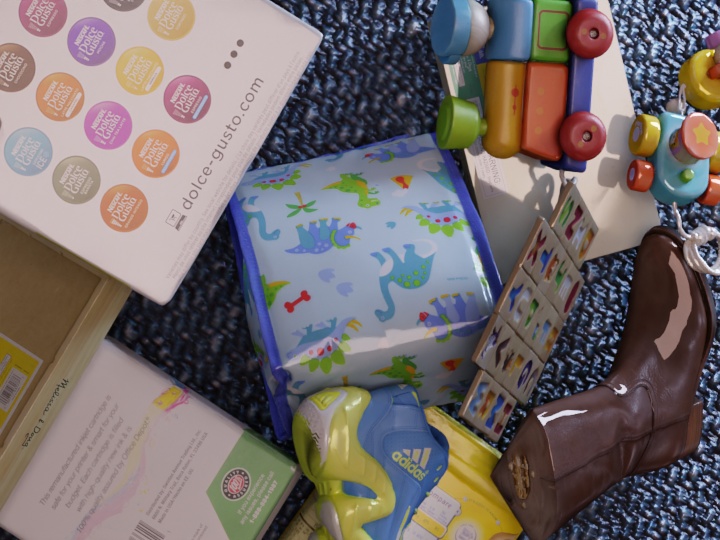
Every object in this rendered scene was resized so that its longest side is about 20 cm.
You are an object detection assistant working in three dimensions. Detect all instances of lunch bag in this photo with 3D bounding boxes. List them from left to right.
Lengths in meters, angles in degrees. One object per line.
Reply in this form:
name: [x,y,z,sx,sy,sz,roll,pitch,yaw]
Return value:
lunch bag: [0.000,0.000,1.367,0.169,0.128,0.201,-12,58,-8]

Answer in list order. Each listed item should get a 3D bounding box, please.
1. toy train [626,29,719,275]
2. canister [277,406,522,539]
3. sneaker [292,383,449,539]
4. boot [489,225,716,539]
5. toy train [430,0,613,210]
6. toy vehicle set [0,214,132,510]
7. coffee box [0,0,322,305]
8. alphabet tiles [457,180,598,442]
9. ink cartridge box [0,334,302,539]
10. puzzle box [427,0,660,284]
toy train: [0.285,-0.097,1.420,0.150,0.056,0.200,47,65,0]
canister: [0.022,0.198,1.414,0.148,0.087,0.200,36,90,-10]
sneaker: [0.018,0.162,1.318,0.105,0.076,0.201,-17,123,-18]
boot: [0.167,0.079,1.383,0.199,0.064,0.188,-18,107,-41]
toy train: [0.104,-0.094,1.372,0.115,0.085,0.201,3,94,-16]
toy vehicle set: [-0.249,0.069,1.319,0.201,0.124,0.026,-59,143,-3]
coffee box: [-0.168,-0.116,1.300,0.197,0.200,0.200,31,89,-9]
alphabet tiles: [0.114,0.031,1.310,0.006,0.200,0.167,24,85,17]
ink cartridge box: [-0.159,0.141,1.357,0.199,0.088,0.146,32,88,4]
puzzle box: [0.136,-0.103,1.438,0.132,0.025,0.201,-15,96,-7]
